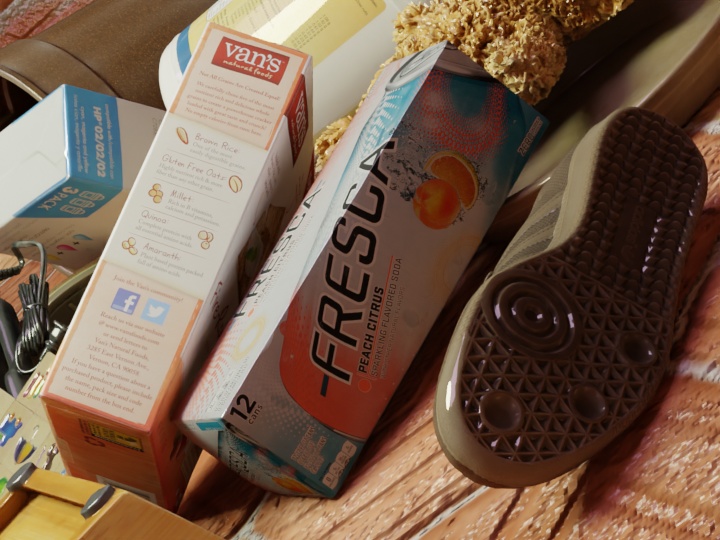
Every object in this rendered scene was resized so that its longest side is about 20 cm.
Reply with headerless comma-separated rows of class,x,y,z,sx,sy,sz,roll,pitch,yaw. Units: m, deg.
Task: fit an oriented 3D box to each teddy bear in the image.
teddy bear,0.050,-0.108,1.052,0.200,0.067,0.145,-38,17,23

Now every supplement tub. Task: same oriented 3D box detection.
supplement tub,0.001,-0.128,1.203,0.200,0.145,0.145,-37,15,18

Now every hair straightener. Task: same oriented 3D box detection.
hair straightener,-0.191,0.052,1.261,0.077,0.041,0.200,-36,40,20

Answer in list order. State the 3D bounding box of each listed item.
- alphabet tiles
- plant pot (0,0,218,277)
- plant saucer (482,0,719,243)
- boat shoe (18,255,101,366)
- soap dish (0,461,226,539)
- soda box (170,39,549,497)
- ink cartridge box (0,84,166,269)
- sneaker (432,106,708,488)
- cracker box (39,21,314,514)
alphabet tiles,-0.207,0.138,1.149,0.200,0.006,0.166,-57,29,-7
plant pot,-0.169,-0.121,1.584,0.198,0.200,0.200,-41,12,-28
plant saucer,0.111,-0.080,1.003,0.200,0.029,0.200,-39,14,12
boat shoe,-0.208,0.056,1.350,0.200,0.072,0.068,-44,30,-7
soap dish,-0.137,0.156,0.878,0.157,0.081,0.200,-47,14,-16
soda box,0.000,0.000,0.927,0.200,0.064,0.068,-60,19,-17
ink cartridge box,-0.137,-0.046,1.367,0.115,0.200,0.068,-29,59,42
sneaker,0.073,0.022,0.772,0.200,0.070,0.076,-53,-2,-45
cracker box,-0.080,0.003,0.998,0.134,0.058,0.200,91,-162,-67
